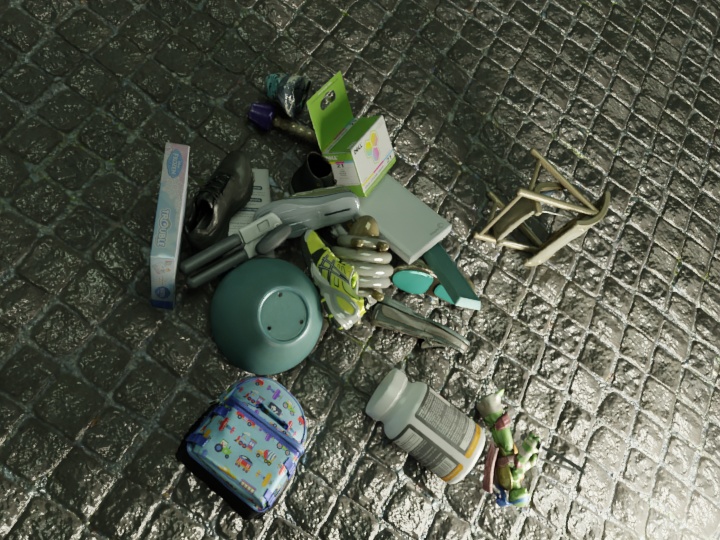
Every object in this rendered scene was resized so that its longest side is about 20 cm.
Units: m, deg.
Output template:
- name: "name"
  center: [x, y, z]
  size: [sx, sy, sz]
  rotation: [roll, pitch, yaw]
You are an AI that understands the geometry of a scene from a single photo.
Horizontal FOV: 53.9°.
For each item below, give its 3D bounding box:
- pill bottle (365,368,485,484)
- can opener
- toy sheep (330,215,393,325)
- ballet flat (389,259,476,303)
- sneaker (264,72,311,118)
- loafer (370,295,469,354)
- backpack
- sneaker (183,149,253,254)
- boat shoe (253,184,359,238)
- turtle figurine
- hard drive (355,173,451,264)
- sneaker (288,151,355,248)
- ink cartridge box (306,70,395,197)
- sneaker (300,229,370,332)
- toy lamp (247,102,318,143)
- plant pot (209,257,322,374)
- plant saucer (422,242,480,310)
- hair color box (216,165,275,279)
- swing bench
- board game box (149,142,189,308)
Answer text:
- name: "pill bottle"
  center: [0.112, 0.270, 1.245]
  size: [0.199, 0.116, 0.117]
  rotation: [38, 59, -2]
- name: "can opener"
  center: [-0.208, -0.035, 1.198]
  size: [0.198, 0.066, 0.054]
  rotation: [-32, 108, -23]
- name: "toy sheep"
  center: [0.000, 0.000, 1.307]
  size: [0.135, 0.138, 0.205]
  rotation: [9, 93, -17]
- name: "ballet flat"
  center: [0.141, 0.017, 1.408]
  size: [0.196, 0.068, 0.076]
  rotation: [17, 40, -20]
- name: "sneaker"
  center: [-0.155, -0.352, 1.398]
  size: [0.084, 0.200, 0.079]
  rotation: [16, 102, -2]
- name: "loafer"
  center: [0.110, 0.118, 1.350]
  size: [0.197, 0.072, 0.064]
  rotation: [28, 80, 0]
- name: "backpack"
  center: [-0.166, 0.263, 1.129]
  size: [0.182, 0.135, 0.201]
  rotation: [41, 56, -1]
- name: "sneaker"
  center: [-0.244, -0.125, 1.224]
  size: [0.074, 0.091, 0.204]
  rotation: [13, 70, 14]
- name: "boat shoe"
  center: [-0.099, -0.109, 1.289]
  size: [0.195, 0.073, 0.062]
  rotation: [-10, 34, -13]
- name: "turtle figurine"
  center: [0.301, 0.312, 1.291]
  size: [0.143, 0.198, 0.197]
  rotation: [7, 54, -56]
- name: "hard drive"
  center: [0.068, -0.112, 1.413]
  size: [0.199, 0.027, 0.131]
  rotation: [41, 56, 20]
- name: "sneaker"
  center: [-0.058, -0.124, 1.357]
  size: [0.074, 0.106, 0.201]
  rotation: [-38, 85, -31]
- name: "ink cartridge box"
  center: [-0.016, -0.266, 1.378]
  size: [0.148, 0.074, 0.203]
  rotation: [-53, 135, -42]
- name: "sneaker"
  center: [-0.045, 0.009, 1.233]
  size: [0.075, 0.076, 0.203]
  rotation: [-29, 64, 3]
- name: "toy lamp"
  center: [-0.132, -0.285, 1.429]
  size: [0.196, 0.058, 0.059]
  rotation: [21, 61, -12]
- name: "plant pot"
  center: [-0.144, 0.075, 1.185]
  size: [0.195, 0.134, 0.206]
  rotation: [2, 85, -21]
- name: "plant saucer"
  center: [0.169, 0.000, 1.381]
  size: [0.069, 0.019, 0.201]
  rotation: [12, 32, -35]
- name: "hair color box"
  center: [-0.215, -0.087, 1.304]
  size: [0.098, 0.061, 0.205]
  rotation: [2, 67, -21]
- name: "swing bench"
  center: [0.375, -0.114, 1.473]
  size: [0.197, 0.199, 0.132]
  rotation: [29, 60, -6]
- name: "board game box"
  center: [-0.316, -0.069, 1.174]
  size: [0.042, 0.200, 0.205]
  rotation: [7, 64, -13]
